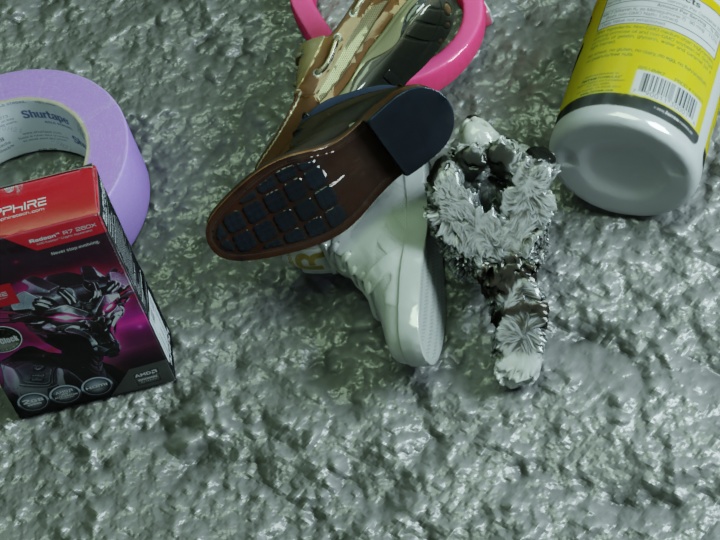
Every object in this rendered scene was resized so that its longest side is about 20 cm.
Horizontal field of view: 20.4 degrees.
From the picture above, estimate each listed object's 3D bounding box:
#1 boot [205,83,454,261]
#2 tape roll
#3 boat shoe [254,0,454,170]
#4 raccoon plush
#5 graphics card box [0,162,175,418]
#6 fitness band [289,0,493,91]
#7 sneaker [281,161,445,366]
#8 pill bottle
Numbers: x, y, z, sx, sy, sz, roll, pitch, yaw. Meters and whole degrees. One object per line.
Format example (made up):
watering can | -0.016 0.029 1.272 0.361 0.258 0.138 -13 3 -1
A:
boot | -0.027 -0.074 1.467 0.200 0.075 0.097 -30 17 -2
tape roll | -0.271 -0.064 1.580 0.200 0.066 0.200 -7 53 9
boat shoe | -0.013 -0.149 1.550 0.074 0.076 0.200 40 88 24
raccoon plush | 0.092 -0.016 1.462 0.097 0.134 0.200 5 87 3
graphics card box | -0.217 0.019 1.416 0.125 0.200 0.051 -14 51 2
fitness band | 0.023 -0.216 1.639 0.143 0.037 0.200 -27 51 -6
sneaker | 0.000 0.000 1.463 0.115 0.074 0.200 -10 43 10
pill bottle | 0.218 -0.150 1.490 0.114 0.114 0.200 8 55 20
